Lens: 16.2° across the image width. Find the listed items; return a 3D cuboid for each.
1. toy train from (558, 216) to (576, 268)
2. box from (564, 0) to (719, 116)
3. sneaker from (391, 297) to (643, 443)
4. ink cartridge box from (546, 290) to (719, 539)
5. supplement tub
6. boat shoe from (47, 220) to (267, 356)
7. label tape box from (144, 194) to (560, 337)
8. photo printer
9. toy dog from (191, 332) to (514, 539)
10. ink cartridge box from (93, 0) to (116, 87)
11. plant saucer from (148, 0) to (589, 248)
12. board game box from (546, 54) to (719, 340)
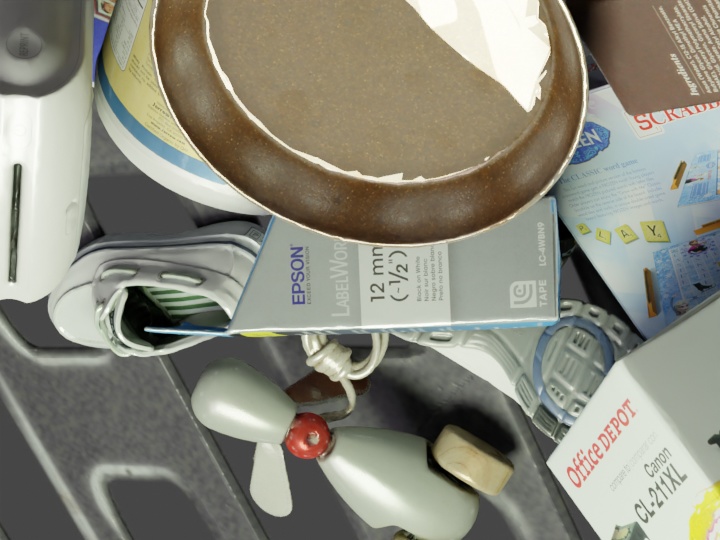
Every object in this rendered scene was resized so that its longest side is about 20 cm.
[{"bbox_3d":[0.029,-0.062,1.353,0.200,0.034,0.046,31,137,6],"label":"toy train"},{"bbox_3d":[0.200,-0.137,1.103,0.200,0.100,0.075,-9,129,40],"label":"box"},{"bbox_3d":[0.095,0.040,1.375,0.200,0.075,0.087,34,-178,18],"label":"sneaker"},{"bbox_3d":[0.191,0.128,1.215,0.200,0.083,0.146,54,158,15],"label":"ink cartridge box"},{"bbox_3d":[-0.040,-0.143,1.225,0.144,0.145,0.200,30,129,8],"label":"supplement tub"},{"bbox_3d":[-0.132,0.017,1.520,0.200,0.067,0.074,-20,115,45],"label":"boat shoe"},{"bbox_3d":[0.000,0.000,1.262,0.199,0.143,0.066,0,88,4],"label":"label tape box"},{"bbox_3d":[-0.170,-0.097,1.271,0.069,0.200,0.167,3,140,-8],"label":"photo printer"},{"bbox_3d":[-0.003,0.106,1.498,0.200,0.132,0.096,50,177,-10],"label":"toy dog"},{"bbox_3d":[-0.156,-0.187,1.360,0.200,0.047,0.198,21,139,20],"label":"ink cartridge box"},{"bbox_3d":[0.006,-0.097,1.131,0.200,0.035,0.201,9,131,10],"label":"plant saucer"},{"bbox_3d":[0.197,-0.033,1.254,0.200,0.041,0.200,-15,120,43],"label":"board game box"}]
